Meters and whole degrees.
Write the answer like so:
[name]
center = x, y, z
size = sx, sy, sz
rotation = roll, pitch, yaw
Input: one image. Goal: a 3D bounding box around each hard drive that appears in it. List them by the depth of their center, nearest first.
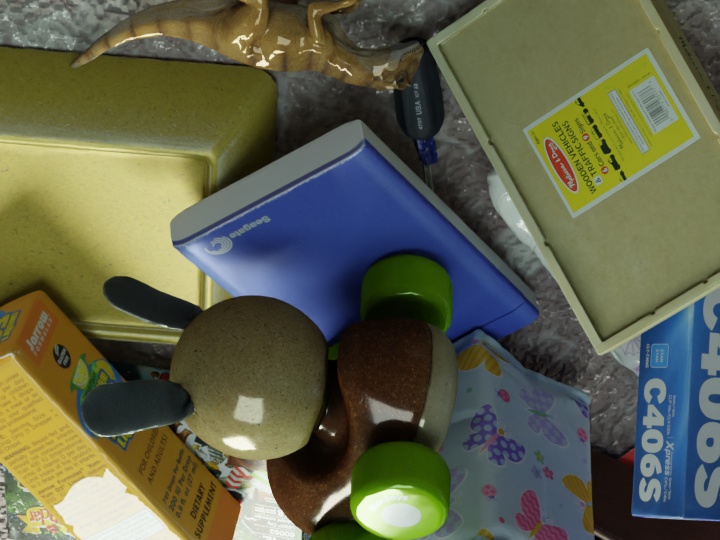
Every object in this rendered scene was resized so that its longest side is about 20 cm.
[hard drive]
center = 0.000, 0.000, 1.314
size = 0.131, 0.025, 0.200
rotation = -27, 138, 21

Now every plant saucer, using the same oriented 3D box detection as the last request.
[plant saucer]
center = -0.153, -0.029, 1.321
size = 0.198, 0.049, 0.201
rotation = 4, 128, -1

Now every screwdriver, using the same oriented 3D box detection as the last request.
[screwdriver]
center = 0.043, -0.052, 1.315
size = 0.029, 0.028, 0.201
rotation = -27, 134, -14

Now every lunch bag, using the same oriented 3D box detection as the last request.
[lunch bag]
center = 0.047, 0.166, 1.371
size = 0.127, 0.170, 0.200
rotation = 32, 128, -27

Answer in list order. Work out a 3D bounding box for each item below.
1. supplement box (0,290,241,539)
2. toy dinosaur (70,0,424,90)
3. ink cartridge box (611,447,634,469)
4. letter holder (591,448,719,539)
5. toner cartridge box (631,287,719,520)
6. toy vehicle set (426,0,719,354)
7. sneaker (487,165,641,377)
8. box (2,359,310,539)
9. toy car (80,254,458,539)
[supplement box]
center = -0.159, 0.109, 1.343
size = 0.069, 0.067, 0.200
rotation = -28, 117, 28
[toy dinosaur]
center = -0.065, -0.137, 1.218
size = 0.198, 0.060, 0.107
rotation = 10, 114, 5
[ink cartridge box]
center = 0.263, 0.168, 1.451
size = 0.200, 0.050, 0.161
rotation = 35, 121, -24
[letter holder]
center = 0.197, 0.222, 1.400
size = 0.199, 0.142, 0.101
rotation = 25, 119, 3
[toner cartridge box]
center = 0.204, 0.040, 1.263
size = 0.095, 0.202, 0.043
rotation = 7, 174, -38
[toy vehicle set]
center = 0.135, -0.072, 1.218
size = 0.124, 0.026, 0.201
rotation = -31, 83, 24
[sneaker]
center = 0.155, 0.001, 1.297
size = 0.200, 0.100, 0.075
rotation = 36, 126, -21
[box]
center = -0.127, 0.126, 1.420
size = 0.198, 0.038, 0.137
rotation = 9, 126, 9
[toy car]
center = -0.057, 0.073, 1.257
size = 0.199, 0.165, 0.158
rotation = 15, 137, -14
